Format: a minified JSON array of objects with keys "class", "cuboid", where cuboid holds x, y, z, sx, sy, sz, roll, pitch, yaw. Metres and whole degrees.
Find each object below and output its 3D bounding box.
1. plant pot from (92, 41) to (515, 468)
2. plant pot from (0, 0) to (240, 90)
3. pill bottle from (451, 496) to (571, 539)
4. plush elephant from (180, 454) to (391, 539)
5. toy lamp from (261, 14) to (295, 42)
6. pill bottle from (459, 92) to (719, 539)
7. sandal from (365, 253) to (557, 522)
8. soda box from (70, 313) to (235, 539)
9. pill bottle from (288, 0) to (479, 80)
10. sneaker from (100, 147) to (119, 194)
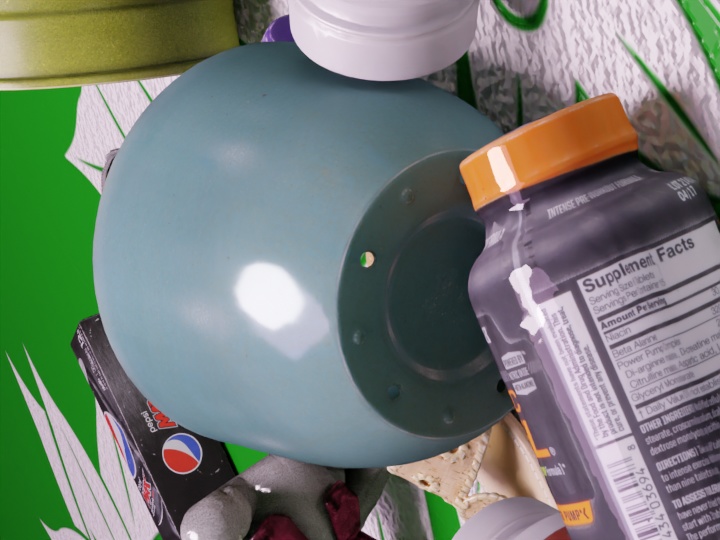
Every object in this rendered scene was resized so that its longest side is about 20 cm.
[{"class":"plant pot","cuboid":[0.000,0.000,0.770,0.160,0.199,0.203,16,125,56]},{"class":"plant pot","cuboid":[-0.173,-0.215,0.982,0.200,0.199,0.195,21,117,59]},{"class":"pill bottle","cuboid":[0.120,0.178,0.760,0.200,0.111,0.113,26,133,57]},{"class":"plush elephant","cuboid":[-0.026,0.187,1.036,0.156,0.164,0.200,57,154,3]},{"class":"toy lamp","cuboid":[-0.039,-0.062,0.969,0.058,0.058,0.201,52,155,32]},{"class":"pill bottle","cuboid":[0.109,0.033,0.667,0.202,0.105,0.106,67,157,3]},{"class":"sandal","cuboid":[0.039,0.084,0.907,0.213,0.069,0.078,64,156,10]},{"class":"soda box","cuboid":[-0.169,0.127,1.392,0.201,0.070,0.063,63,157,11]},{"class":"pill bottle","cuboid":[0.012,-0.183,0.679,0.113,0.112,0.201,48,150,38]},{"class":"sneaker","cuboid":[-0.151,-0.028,1.211,0.200,0.074,0.083,34,142,53]}]
